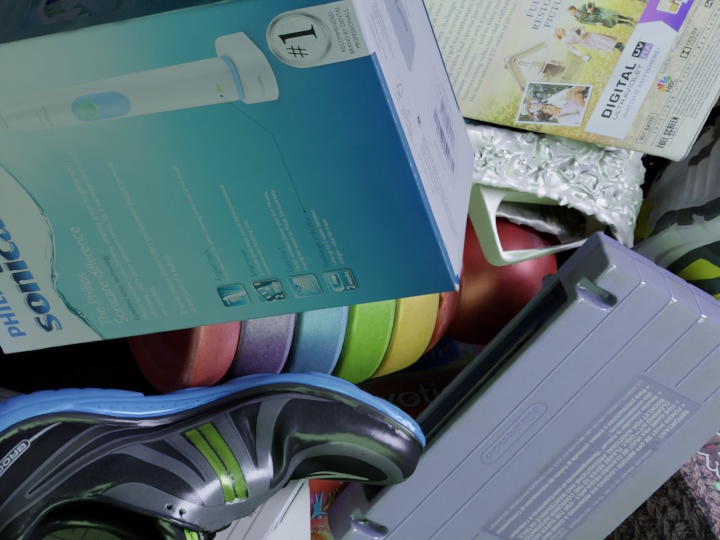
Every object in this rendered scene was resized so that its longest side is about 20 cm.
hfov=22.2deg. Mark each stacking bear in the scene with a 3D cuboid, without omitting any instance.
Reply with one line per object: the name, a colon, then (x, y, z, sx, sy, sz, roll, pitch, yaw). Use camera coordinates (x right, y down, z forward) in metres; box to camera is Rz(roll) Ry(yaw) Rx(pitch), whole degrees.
stacking bear: (0.000, 0.000, 0.873, 0.199, 0.114, 0.122, -3, 124, -23)

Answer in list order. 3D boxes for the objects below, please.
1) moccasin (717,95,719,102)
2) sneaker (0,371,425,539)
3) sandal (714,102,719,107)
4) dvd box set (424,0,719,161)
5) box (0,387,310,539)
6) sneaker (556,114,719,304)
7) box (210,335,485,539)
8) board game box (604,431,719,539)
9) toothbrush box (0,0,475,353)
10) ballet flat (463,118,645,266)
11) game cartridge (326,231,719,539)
moccasin: (0.142, -0.169, 0.816, 0.073, 0.078, 0.201, -31, 115, 26)
sneaker: (-0.070, 0.092, 0.800, 0.198, 0.083, 0.071, -4, 153, -13)
sandal: (0.114, -0.089, 0.866, 0.211, 0.070, 0.078, 2, 124, -20)
dvd box set: (0.075, -0.126, 0.751, 0.199, 0.029, 0.147, 8, 125, -21)
box: (-0.130, 0.125, 0.864, 0.199, 0.095, 0.078, 15, 130, 18)
sneaker: (0.175, -0.013, 0.883, 0.084, 0.075, 0.200, 34, 142, -18)
box: (0.020, 0.086, 0.946, 0.199, 0.096, 0.100, -8, 127, -13)
board game box: (0.186, 0.149, 0.982, 0.096, 0.200, 0.160, -1, 125, -17)
toothbrush box: (-0.071, -0.057, 0.707, 0.199, 0.086, 0.147, -10, 130, 17)
ballet flat: (0.051, -0.036, 0.818, 0.199, 0.072, 0.072, 3, 125, -32)
game cartridge: (0.093, 0.079, 0.877, 0.129, 0.038, 0.200, 24, 119, -36)
